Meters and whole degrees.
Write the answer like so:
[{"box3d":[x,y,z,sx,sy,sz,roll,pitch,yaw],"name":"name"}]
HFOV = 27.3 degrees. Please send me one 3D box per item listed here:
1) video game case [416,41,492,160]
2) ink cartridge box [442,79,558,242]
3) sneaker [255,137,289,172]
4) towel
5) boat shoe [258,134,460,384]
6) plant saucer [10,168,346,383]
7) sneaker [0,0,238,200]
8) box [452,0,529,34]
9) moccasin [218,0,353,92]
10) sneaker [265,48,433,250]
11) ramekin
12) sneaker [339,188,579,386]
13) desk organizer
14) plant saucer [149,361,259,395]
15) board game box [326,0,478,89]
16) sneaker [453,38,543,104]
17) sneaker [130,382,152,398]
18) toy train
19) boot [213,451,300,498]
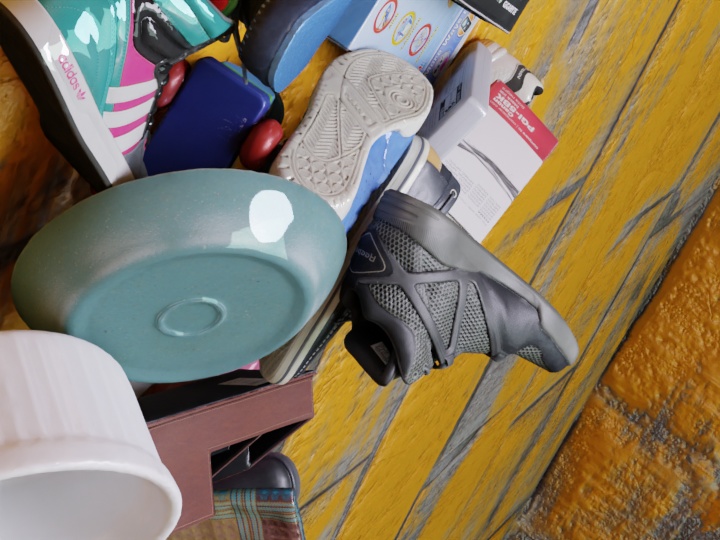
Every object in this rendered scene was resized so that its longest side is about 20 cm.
[{"box3d":[0.032,-0.089,1.152,0.182,0.024,0.200,-45,-170,19],"name":"video game case"},{"box3d":[0.064,-0.058,1.261,0.147,0.083,0.200,-40,-175,39],"name":"ink cartridge box"},{"box3d":[-0.076,-0.009,1.129,0.200,0.077,0.085,-54,172,5],"name":"sneaker"},{"box3d":[-0.134,0.223,1.106,0.022,0.200,0.147,-75,158,-57],"name":"towel"},{"box3d":[0.000,0.000,1.028,0.200,0.062,0.075,-55,-155,1],"name":"boat shoe"},{"box3d":[-0.102,0.015,0.870,0.200,0.036,0.200,-10,148,-7],"name":"plant saucer"},{"box3d":[-0.121,-0.115,0.809,0.121,0.084,0.200,-40,158,-14],"name":"sneaker"},{"box3d":[0.098,-0.252,0.987,0.160,0.049,0.200,-61,162,10],"name":"box"},{"box3d":[-0.049,-0.154,0.863,0.080,0.068,0.200,-53,-175,16],"name":"moccasin"},{"box3d":[-0.022,-0.062,0.973,0.111,0.077,0.200,-58,-178,40],"name":"sneaker"},{"box3d":[-0.211,0.119,0.845,0.200,0.098,0.200,-16,151,-9],"name":"ramekin"},{"box3d":[0.060,0.039,0.997,0.199,0.076,0.114,34,88,-39],"name":"sneaker"},{"box3d":[-0.110,0.122,1.019,0.200,0.072,0.077,-12,99,-58],"name":"desk organizer"},{"box3d":[-0.112,0.087,1.231,0.201,0.051,0.201,-48,165,-18],"name":"plant saucer"},{"box3d":[0.054,-0.238,1.073,0.200,0.056,0.196,-57,162,7],"name":"board game box"},{"box3d":[0.104,-0.114,1.379,0.076,0.088,0.200,-39,158,-45],"name":"sneaker"},{"box3d":[-0.127,0.040,1.049,0.200,0.092,0.076,-55,163,4],"name":"sneaker"},{"box3d":[-0.121,-0.046,0.955,0.200,0.085,0.116,-56,179,16],"name":"toy train"},{"box3d":[-0.162,0.219,1.234,0.165,0.066,0.200,-25,176,29],"name":"boot"}]
